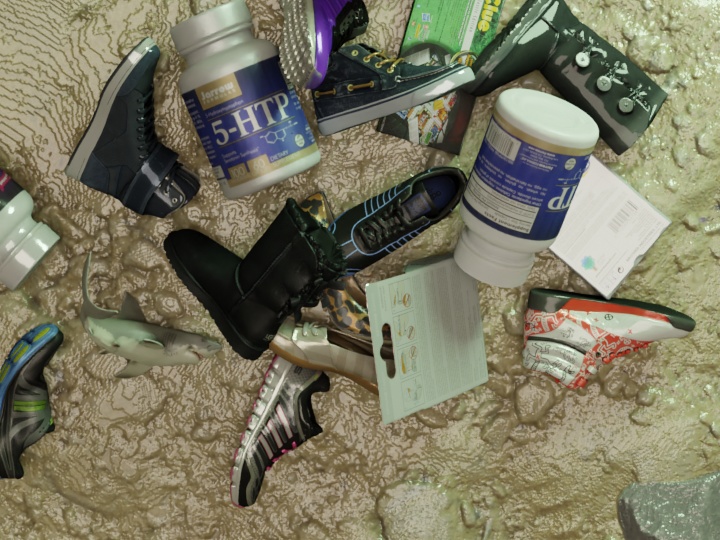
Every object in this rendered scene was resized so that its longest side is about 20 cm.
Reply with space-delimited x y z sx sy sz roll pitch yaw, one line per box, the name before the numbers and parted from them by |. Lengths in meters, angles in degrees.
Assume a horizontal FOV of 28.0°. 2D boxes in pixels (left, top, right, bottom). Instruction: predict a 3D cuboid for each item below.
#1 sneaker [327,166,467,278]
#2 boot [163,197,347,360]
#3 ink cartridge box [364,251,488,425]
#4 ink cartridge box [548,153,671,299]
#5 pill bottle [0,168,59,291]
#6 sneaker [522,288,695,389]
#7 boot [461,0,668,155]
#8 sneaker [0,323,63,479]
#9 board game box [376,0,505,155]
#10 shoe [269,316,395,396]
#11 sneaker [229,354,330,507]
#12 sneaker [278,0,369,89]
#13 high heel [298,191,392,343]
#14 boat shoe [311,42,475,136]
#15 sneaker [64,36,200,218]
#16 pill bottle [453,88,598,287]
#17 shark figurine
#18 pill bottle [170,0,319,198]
sneaker | 0.035 -0.061 1.651 0.200 0.078 0.070 -36 94 -17
boot | -0.118 -0.015 1.636 0.163 0.073 0.199 -46 67 20
ink cartridge box | 0.065 0.075 1.652 0.199 0.050 0.163 -16 102 -45
ink cartridge box | 0.253 -0.076 1.703 0.200 0.042 0.120 39 95 -6
pill bottle | -0.443 -0.072 1.639 0.200 0.111 0.112 42 94 -8
sneaker | 0.291 0.088 1.717 0.200 0.067 0.109 8 98 0
boot | 0.236 -0.205 1.663 0.200 0.066 0.165 43 82 -12
sneaker | -0.392 0.154 1.701 0.082 0.071 0.201 20 98 -19
board game box | 0.095 -0.245 1.684 0.104 0.023 0.201 16 97 -4
shoe | -0.031 0.089 1.699 0.199 0.070 0.054 25 115 -14
sneaker | -0.092 0.194 1.709 0.087 0.074 0.201 21 92 1
sneaker | -0.034 -0.276 1.605 0.099 0.201 0.070 14 138 -23
high heel | 0.000 0.000 1.689 0.199 0.071 0.143 20 98 0
boat shoe | 0.027 -0.221 1.631 0.199 0.071 0.091 -16 96 27
sneaker | -0.232 -0.152 1.632 0.146 0.077 0.203 32 123 -1
pill bottle | 0.177 -0.089 1.613 0.119 0.120 0.201 17 118 -5
shark figurine | -0.275 0.055 1.671 0.128 0.214 0.090 -21 57 28
pill bottle | -0.135 -0.193 1.625 0.119 0.120 0.201 -23 98 1
